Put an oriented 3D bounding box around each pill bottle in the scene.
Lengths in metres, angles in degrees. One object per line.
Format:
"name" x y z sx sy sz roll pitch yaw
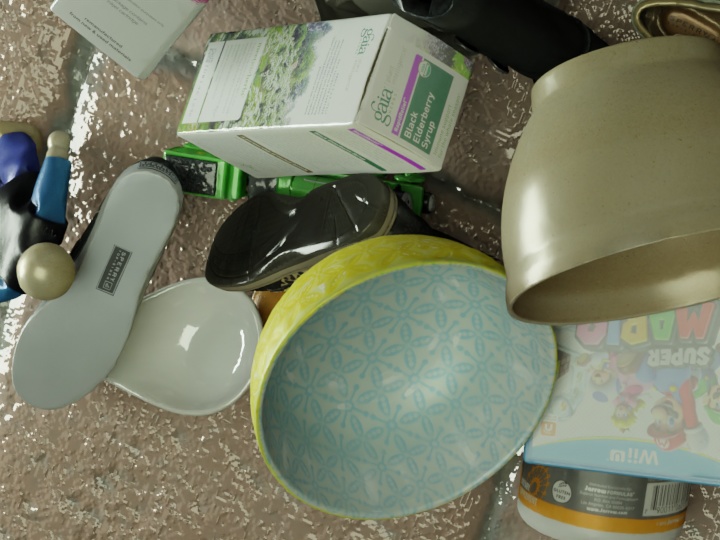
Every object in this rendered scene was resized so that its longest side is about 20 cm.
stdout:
"pill bottle" 0.173 0.078 1.682 0.116 0.116 0.200 10 101 17

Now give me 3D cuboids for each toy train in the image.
"toy train" -0.047 -0.060 1.764 0.200 0.056 0.042 9 102 17

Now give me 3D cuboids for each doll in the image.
"doll" -0.237 -0.040 1.762 0.048 0.200 0.136 24 109 -27

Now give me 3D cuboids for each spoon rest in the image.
"spoon rest" -0.157 0.059 1.798 0.200 0.061 0.099 -6 78 29

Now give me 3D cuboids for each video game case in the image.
"video game case" 0.182 0.032 1.603 0.143 0.018 0.200 6 96 15

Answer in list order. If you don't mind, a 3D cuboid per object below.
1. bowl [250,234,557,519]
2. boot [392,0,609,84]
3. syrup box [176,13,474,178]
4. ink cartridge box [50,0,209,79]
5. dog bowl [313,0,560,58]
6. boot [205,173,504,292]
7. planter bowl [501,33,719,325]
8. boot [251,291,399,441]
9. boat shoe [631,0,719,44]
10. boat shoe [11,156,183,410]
"bowl" 0.014 0.048 1.597 0.200 0.108 0.200 -11 127 -15
"boot" 0.112 -0.143 1.594 0.066 0.200 0.165 -54 46 5
"syrup box" -0.025 -0.112 1.649 0.200 0.081 0.079 1 69 50
"ink cartridge box" -0.102 -0.245 1.665 0.085 0.145 0.200 38 131 -9
"dog bowl" 0.051 -0.225 1.645 0.200 0.200 0.059 -35 47 20
"boot" 0.000 0.000 1.722 0.200 0.151 0.073 -18 52 48
"planter bowl" 0.173 -0.059 1.499 0.200 0.200 0.135 -17 75 20
"boot" -0.012 0.078 1.728 0.201 0.144 0.071 37 107 9
"boat shoe" 0.262 -0.124 1.550 0.200 0.063 0.073 19 104 14
"boat shoe" -0.179 0.009 1.761 0.069 0.057 0.200 30 106 -6
